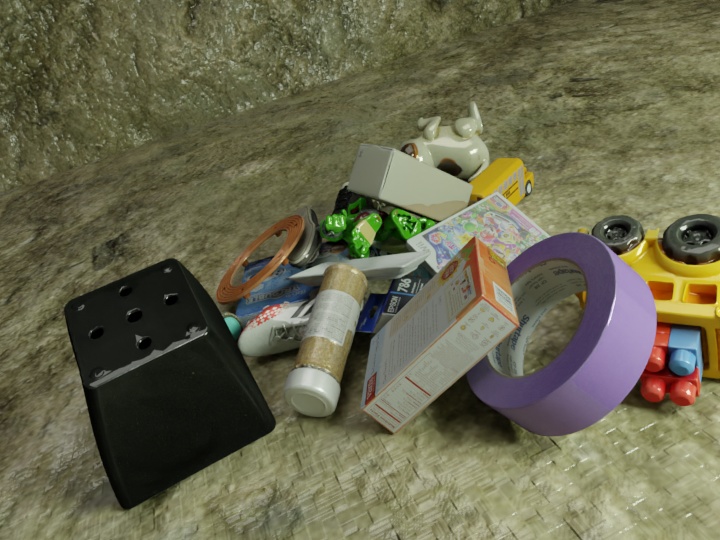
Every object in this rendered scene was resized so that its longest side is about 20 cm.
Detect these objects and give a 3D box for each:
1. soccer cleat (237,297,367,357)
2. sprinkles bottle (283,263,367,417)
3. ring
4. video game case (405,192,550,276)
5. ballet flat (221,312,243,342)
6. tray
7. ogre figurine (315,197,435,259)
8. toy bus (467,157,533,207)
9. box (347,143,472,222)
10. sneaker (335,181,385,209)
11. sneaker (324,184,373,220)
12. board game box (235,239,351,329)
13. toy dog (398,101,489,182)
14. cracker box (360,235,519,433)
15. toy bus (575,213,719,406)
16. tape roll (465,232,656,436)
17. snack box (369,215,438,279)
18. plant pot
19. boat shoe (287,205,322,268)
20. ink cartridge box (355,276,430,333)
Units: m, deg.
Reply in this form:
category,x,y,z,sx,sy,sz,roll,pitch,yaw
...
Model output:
category,x,y,z,sx,sy,sz,roll,pitch,yaw
soccer cleat,-0.081,0.081,0.856,0.196,0.070,0.085,-19,31,-16
sprinkles bottle,-0.041,0.085,0.769,0.067,0.069,0.203,-4,46,22
ring,-0.167,-0.017,1.001,0.199,0.019,0.202,-34,24,18
video game case,0.189,-0.040,0.925,0.197,0.018,0.144,-28,56,-22
ballet flat,-0.259,0.133,0.865,0.199,0.069,0.075,-40,15,-33
tray,0.000,0.000,0.881,0.196,0.023,0.107,-6,9,30
ogre figurine,0.015,-0.069,0.964,0.197,0.100,0.119,-23,12,-27
toy bus,0.252,-0.148,1.092,0.064,0.080,0.199,8,36,39
box,0.084,-0.137,0.973,0.197,0.079,0.094,14,6,-40
sneaker,0.035,-0.149,1.238,0.196,0.068,0.091,-3,37,24
sneaker,-0.025,-0.114,1.115,0.074,0.093,0.200,-6,9,18
board game box,-0.106,0.022,1.008,0.195,0.044,0.200,-15,27,1
toy dog,0.170,-0.244,1.290,0.195,0.140,0.198,-13,63,2
cracker box,0.085,0.073,0.676,0.200,0.057,0.135,-47,15,26
toy bus,0.320,0.050,0.651,0.197,0.137,0.193,5,49,40
tape roll,0.199,0.063,0.617,0.200,0.065,0.202,-46,24,27
snack box,0.096,-0.042,1.023,0.115,0.038,0.199,-31,30,-23
plant pot,-0.239,0.111,0.698,0.197,0.180,0.200,-25,48,-17
boat shoe,-0.090,-0.052,1.032,0.066,0.057,0.201,-35,26,13
ink cartridge box,0.095,0.052,0.807,0.195,0.040,0.100,4,32,14
